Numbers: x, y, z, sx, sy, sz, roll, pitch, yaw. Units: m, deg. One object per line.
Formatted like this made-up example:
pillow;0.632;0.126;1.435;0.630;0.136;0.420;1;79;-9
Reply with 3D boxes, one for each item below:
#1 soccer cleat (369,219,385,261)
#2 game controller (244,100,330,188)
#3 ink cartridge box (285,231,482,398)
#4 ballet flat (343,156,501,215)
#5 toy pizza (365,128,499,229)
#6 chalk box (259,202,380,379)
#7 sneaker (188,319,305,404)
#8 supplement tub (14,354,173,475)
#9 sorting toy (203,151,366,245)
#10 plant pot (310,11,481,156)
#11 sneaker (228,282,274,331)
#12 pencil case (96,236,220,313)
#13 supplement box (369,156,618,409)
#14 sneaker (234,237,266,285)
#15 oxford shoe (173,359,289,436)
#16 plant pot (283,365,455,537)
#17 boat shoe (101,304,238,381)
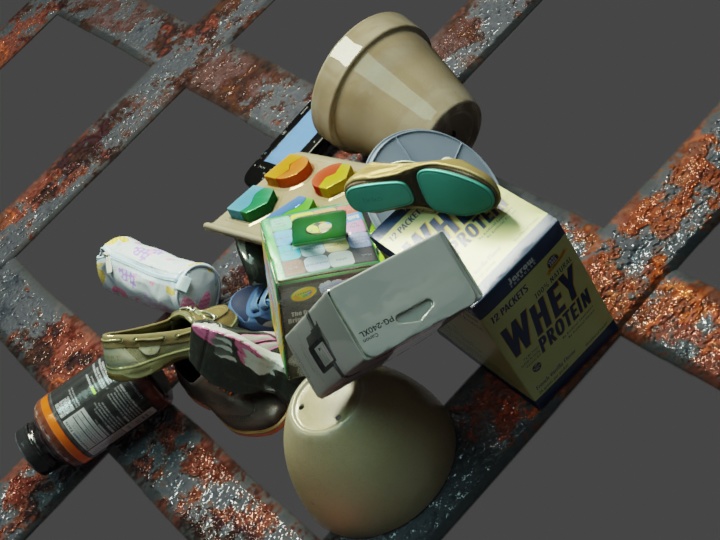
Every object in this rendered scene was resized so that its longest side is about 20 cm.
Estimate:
soccer cleat;0.046;-0.049;1.751;0.201;0.081;0.068;-84;21;-50
game controller;-0.085;-0.188;2.005;0.200;0.042;0.104;-49;44;-14
ink cartridge box;0.019;0.049;1.430;0.145;0.200;0.084;-28;83;-21
ballet flat;0.072;-0.100;1.508;0.199;0.069;0.063;2;40;34
toy pizza;0.091;-0.084;1.716;0.032;0.199;0.201;-47;20;56
chalk box;-0.045;0.006;1.602;0.124;0.201;0.124;-9;40;-8
sneaker;-0.116;0.108;1.698;0.086;0.199;0.081;-71;5;-59
supplement tub;-0.352;0.184;1.805;0.200;0.107;0.107;-34;42;3
sorting toy;-0.083;-0.097;1.778;0.200;0.037;0.185;-39;34;-30
plant pot;0.062;-0.218;1.843;0.200;0.200;0.173;-46;59;-10
sneaker;-0.101;0.038;1.785;0.199;0.082;0.074;2;56;38
pencil case;-0.284;0.009;1.926;0.199;0.091;0.083;18;64;41
supplement box;0.150;0.012;1.552;0.134;0.200;0.200;-45;42;-9
sneaker;-0.108;-0.046;1.833;0.084;0.075;0.200;-13;22;14
oxford shoe;-0.168;0.153;1.734;0.199;0.073;0.071;16;63;42
plant pot;-0.010;0.181;1.559;0.199;0.135;0.201;-19;44;19
boat shoe;-0.240;0.078;1.752;0.200;0.063;0.073;-23;21;-36
